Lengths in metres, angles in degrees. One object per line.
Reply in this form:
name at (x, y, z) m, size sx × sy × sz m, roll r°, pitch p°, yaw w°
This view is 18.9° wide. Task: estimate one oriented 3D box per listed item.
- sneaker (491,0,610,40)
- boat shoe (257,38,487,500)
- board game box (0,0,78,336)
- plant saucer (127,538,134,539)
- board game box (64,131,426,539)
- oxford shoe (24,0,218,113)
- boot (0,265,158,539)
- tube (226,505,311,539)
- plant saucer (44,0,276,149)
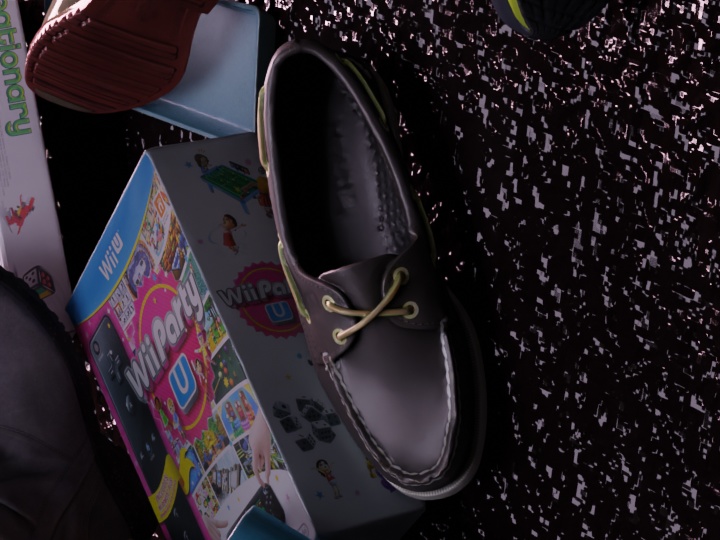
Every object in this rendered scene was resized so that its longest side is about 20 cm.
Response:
sneaker at (0.057, -0.184, 0.825) m, size 0.081 × 0.073 × 0.202 m, roll -19°, pitch 75°, yaw 60°
boat shoe at (0.000, 0.000, 0.917) m, size 0.071 × 0.061 × 0.203 m, roll -19°, pitch 79°, yaw 12°
board game box at (-0.187, -0.059, 1.155) m, size 0.126 × 0.034 × 0.202 m, roll 159°, pitch 101°, yaw -80°
plant saucer at (-0.069, 0.219, 1.030) m, size 0.200 × 0.032 × 0.201 m, roll 156°, pitch 90°, yaw -86°
board game box at (-0.059, 0.060, 1.014) m, size 0.201 × 0.064 × 0.148 m, roll 64°, pitch 147°, yaw 22°
oxford shoe at (-0.105, -0.140, 1.034) m, size 0.200 × 0.070 × 0.075 m, roll -37°, pitch 40°, yaw 53°
boot at (-0.182, 0.097, 1.047) m, size 0.070 × 0.132 × 0.201 m, roll -20°, pitch 111°, yaw 38°
tube at (0.026, 0.171, 0.897) m, size 0.199 × 0.050 × 0.078 m, roll 31°, pitch 133°, yaw 5°
plant saucer at (-0.103, -0.114, 1.087) m, size 0.200 × 0.019 × 0.070 m, roll 23°, pitch 116°, yaw 50°
